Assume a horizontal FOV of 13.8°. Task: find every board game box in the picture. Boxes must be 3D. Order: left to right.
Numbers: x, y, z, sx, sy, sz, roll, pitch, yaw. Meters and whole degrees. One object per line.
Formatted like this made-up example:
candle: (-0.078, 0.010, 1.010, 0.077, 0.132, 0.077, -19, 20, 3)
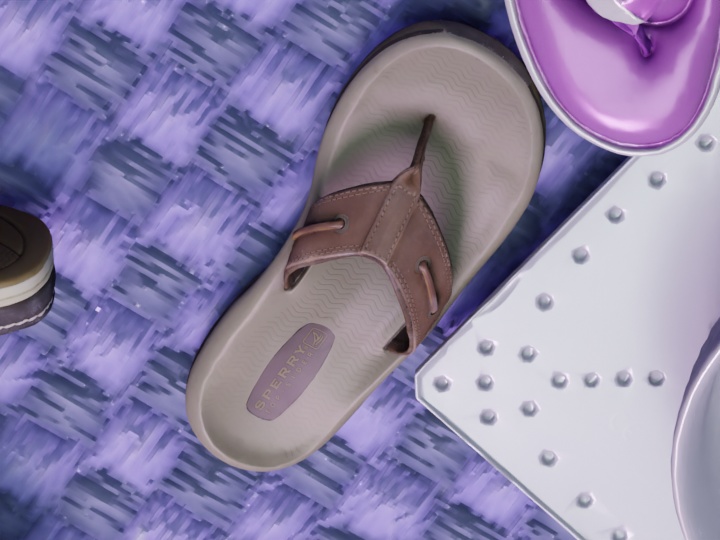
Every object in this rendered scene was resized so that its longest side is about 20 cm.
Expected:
board game box: (0.156, 0.034, 1.084, 0.200, 0.026, 0.200, 41, 105, -12)

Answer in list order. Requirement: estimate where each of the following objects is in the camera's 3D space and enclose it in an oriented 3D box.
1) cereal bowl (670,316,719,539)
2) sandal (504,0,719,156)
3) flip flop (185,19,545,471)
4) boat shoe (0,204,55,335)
cereal bowl: (0.210, 0.053, 1.021, 0.200, 0.083, 0.200, 6, 123, 9)
sandal: (0.084, -0.133, 0.997, 0.082, 0.050, 0.203, 1, 108, 12)
flip flop: (0.000, 0.000, 1.072, 0.081, 0.058, 0.200, 31, 113, -12)
boat shoe: (-0.201, 0.023, 1.090, 0.201, 0.072, 0.066, -9, 121, 13)
